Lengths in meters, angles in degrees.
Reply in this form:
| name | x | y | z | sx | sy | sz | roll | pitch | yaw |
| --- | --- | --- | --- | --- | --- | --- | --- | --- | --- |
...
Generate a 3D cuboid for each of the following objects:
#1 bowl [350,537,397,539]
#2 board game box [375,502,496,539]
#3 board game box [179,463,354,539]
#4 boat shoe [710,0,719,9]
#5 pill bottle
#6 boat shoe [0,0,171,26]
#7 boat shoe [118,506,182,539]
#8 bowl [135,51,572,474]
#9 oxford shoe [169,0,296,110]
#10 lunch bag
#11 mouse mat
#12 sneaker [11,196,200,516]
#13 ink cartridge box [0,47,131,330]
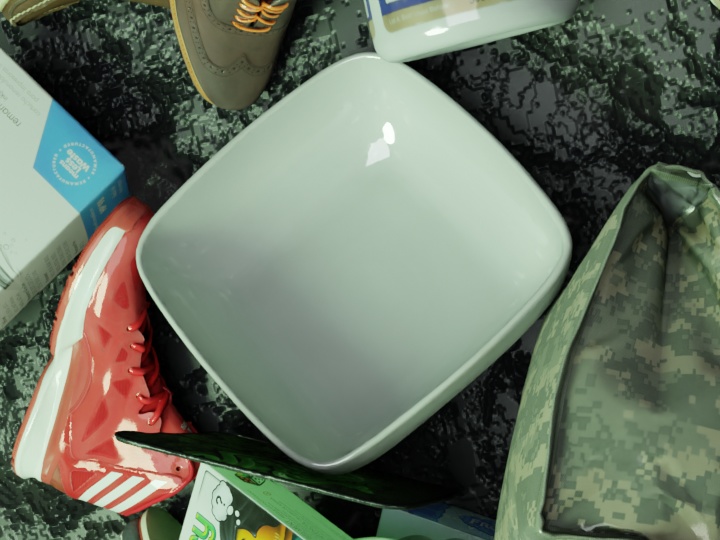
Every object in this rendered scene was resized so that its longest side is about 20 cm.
| name | x | y | z | sx | sy | sz | roll | pitch | yaw |
| --- | --- | --- | --- | --- | --- | --- | --- | --- | --- |
| bowl | 0.042 | 0.244 | 0.886 | 0.200 | 0.090 | 0.204 | 0 | 90 | 44 |
| board game box | 0.088 | 0.256 | 0.961 | 0.197 | 0.043 | 0.202 | 17 | 102 | 15 |
| board game box | -0.065 | 0.222 | 0.905 | 0.126 | 0.034 | 0.202 | 29 | 110 | 40 |
| boat shoe | 0.161 | -0.231 | 0.851 | 0.068 | 0.075 | 0.201 | -36 | 88 | 12 |
| pill bottle | 0.042 | -0.221 | 0.866 | 0.114 | 0.116 | 0.202 | -11 | 96 | 17 |
| boat shoe | -0.123 | -0.182 | 0.944 | 0.201 | 0.075 | 0.075 | -25 | 97 | 18 |
| boat shoe | -0.110 | 0.247 | 1.008 | 0.062 | 0.071 | 0.202 | -20 | 96 | 21 |
| bowl | 0.000 | 0.000 | 0.893 | 0.200 | 0.075 | 0.200 | -41 | 63 | -5 |
| oxford shoe | -0.066 | -0.157 | 0.889 | 0.070 | 0.073 | 0.201 | -6 | 138 | -13 |
| lunch bag | 0.141 | 0.062 | 0.821 | 0.116 | 0.164 | 0.202 | 12 | 70 | 1 |
| mouse mat | -0.032 | 0.109 | 0.896 | 0.159 | 0.200 | 0.008 | 12 | 88 | 14 |
| sneaker | -0.131 | 0.060 | 0.991 | 0.115 | 0.078 | 0.201 | 24 | 116 | 3 |
| ink cartridge box | -0.246 | -0.021 | 0.958 | 0.116 | 0.067 | 0.200 | 42 | 76 | 6 |
